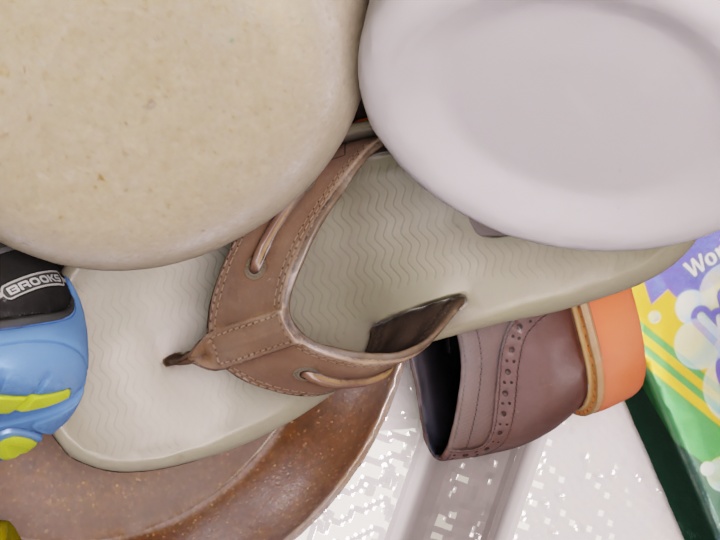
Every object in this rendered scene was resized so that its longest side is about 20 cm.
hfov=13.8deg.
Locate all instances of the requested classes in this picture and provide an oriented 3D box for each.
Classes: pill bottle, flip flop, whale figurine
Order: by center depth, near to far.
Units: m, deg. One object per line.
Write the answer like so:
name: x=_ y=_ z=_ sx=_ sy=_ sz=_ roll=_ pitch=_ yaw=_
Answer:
whale figurine: x=-0.080 y=-0.099 z=0.772 sx=0.159 sy=0.104 sz=0.200 roll=-31 pitch=108 yaw=13
pill bottle: x=0.071 y=-0.114 z=0.786 sx=0.114 sy=0.114 sz=0.200 roll=21 pitch=52 yaw=-10
flip flop: x=0.000 y=0.000 z=0.817 sx=0.199 sy=0.058 sz=0.081 roll=-17 pitch=98 yaw=8

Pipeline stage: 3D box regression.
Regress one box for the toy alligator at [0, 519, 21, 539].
toy alligator: x=-0.110 y=0.137 z=0.841 sx=0.059 sy=0.054 sz=0.201 roll=-14 pitch=120 yaw=5

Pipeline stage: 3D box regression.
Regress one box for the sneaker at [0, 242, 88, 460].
sneaker: x=-0.172 y=0.011 z=0.784 sx=0.199 sy=0.071 sz=0.083 roll=0 pitch=53 yaw=-16

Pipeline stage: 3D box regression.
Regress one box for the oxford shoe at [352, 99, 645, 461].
oxford shoe: x=0.018 y=-0.040 z=0.861 sx=0.072 sy=0.071 sz=0.201 roll=-26 pitch=101 yaw=-19

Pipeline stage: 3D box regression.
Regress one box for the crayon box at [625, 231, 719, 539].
crayon box: x=0.123 y=-0.027 z=0.916 sx=0.125 sy=0.052 sz=0.201 roll=-25 pitch=95 yaw=-8

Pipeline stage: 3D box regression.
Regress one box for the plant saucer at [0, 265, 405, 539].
plant saucer: x=-0.080 y=0.000 z=0.876 sx=0.200 sy=0.034 sz=0.201 roll=0 pitch=91 yaw=-21
